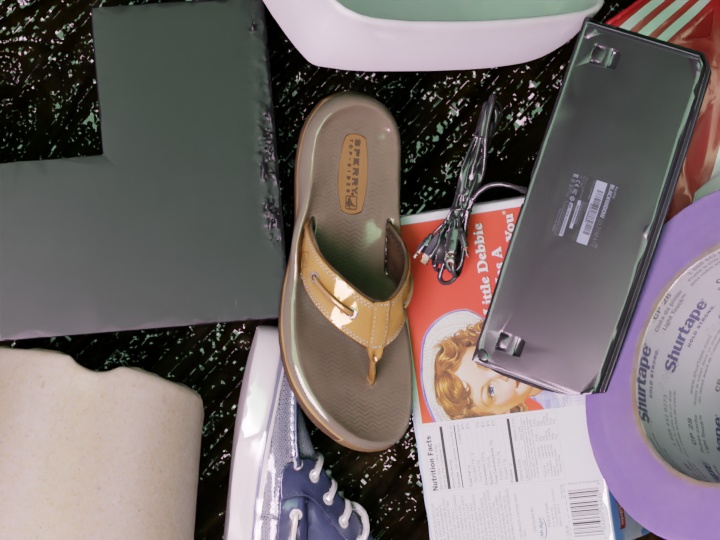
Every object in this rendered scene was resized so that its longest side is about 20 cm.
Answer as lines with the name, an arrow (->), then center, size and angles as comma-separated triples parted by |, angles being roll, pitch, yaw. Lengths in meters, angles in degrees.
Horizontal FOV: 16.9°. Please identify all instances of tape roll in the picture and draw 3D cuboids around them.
tape roll -> 0.222, 0.058, 1.284 | 0.085, 0.200, 0.201 | 24, 91, -42

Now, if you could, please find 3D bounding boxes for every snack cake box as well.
snack cake box -> 0.090, 0.060, 1.383 | 0.115, 0.067, 0.201 | -8, 89, 27

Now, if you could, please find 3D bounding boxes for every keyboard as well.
keyboard -> 0.105, -0.039, 1.325 | 0.127, 0.021, 0.201 | 19, 93, 16

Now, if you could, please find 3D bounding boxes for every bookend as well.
bookend -> -0.147, -0.062, 1.384 | 0.199, 0.092, 0.200 | -5, 89, -6

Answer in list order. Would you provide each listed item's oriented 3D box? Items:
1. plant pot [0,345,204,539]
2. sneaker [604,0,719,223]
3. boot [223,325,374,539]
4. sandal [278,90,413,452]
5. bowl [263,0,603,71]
plant pot -> -0.169, 0.146, 1.362 | 0.199, 0.200, 0.184 | 11, 79, 3
sneaker -> 0.169, -0.070, 1.408 | 0.115, 0.078, 0.201 | 20, 89, 18
boot -> -0.032, 0.134, 1.410 | 0.090, 0.073, 0.201 | 6, 98, -4
sandal -> 0.000, 0.000, 1.339 | 0.080, 0.054, 0.201 | 1, 89, -27
bowl -> 0.013, -0.185, 1.350 | 0.199, 0.075, 0.200 | -5, 54, -34
